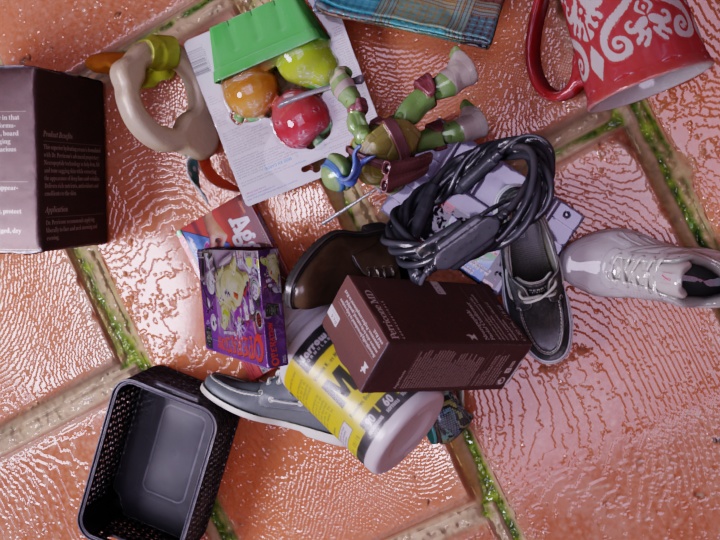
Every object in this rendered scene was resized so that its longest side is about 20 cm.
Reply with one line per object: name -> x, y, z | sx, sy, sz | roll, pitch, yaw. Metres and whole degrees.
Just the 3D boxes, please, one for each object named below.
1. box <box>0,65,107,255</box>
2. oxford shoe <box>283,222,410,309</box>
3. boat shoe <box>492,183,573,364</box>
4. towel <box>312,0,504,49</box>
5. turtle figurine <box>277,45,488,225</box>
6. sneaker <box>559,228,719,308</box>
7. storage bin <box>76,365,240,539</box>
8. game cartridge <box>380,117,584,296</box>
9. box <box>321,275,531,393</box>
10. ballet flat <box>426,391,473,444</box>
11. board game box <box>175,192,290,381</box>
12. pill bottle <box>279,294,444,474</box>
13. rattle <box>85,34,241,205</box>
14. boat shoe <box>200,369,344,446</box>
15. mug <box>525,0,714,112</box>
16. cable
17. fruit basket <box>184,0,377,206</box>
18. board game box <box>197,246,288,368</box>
box -> -0.403, -0.124, 1.090 | 0.162, 0.166, 0.203 | 1, 94, 11
oxford shoe -> 0.000, 0.000, 0.999 | 0.084, 0.199, 0.074 | 29, 124, 31
boat shoe -> 0.181, 0.009, 1.008 | 0.071, 0.071, 0.203 | -17, 97, 7
towel -> 0.062, -0.318, 1.024 | 0.197, 0.022, 0.148 | 15, 64, 9
turtle figurine -> 0.025, -0.156, 1.002 | 0.192, 0.200, 0.145 | -27, 95, -11
sneaker -> 0.310, -0.001, 0.997 | 0.197, 0.099, 0.079 | 5, 95, 10
storage bin -> -0.238, 0.231, 1.125 | 0.133, 0.094, 0.203 | 19, 99, 8
game cartridge -> 0.134, -0.063, 1.061 | 0.199, 0.038, 0.131 | 34, 96, 6
box -> 0.070, 0.066, 0.979 | 0.101, 0.198, 0.075 | 57, 131, 38
ballet flat -> 0.071, 0.096, 1.077 | 0.073, 0.074, 0.202 | -23, 92, 12
board game box -> -0.132, 0.019, 1.125 | 0.102, 0.019, 0.202 | -28, 89, 11
pill bottle -> -0.015, 0.113, 1.025 | 0.200, 0.114, 0.115 | 40, 101, 23
rattle -> -0.238, -0.166, 1.111 | 0.141, 0.131, 0.201 | -13, 123, 28
boat shoe -> -0.087, 0.146, 1.101 | 0.197, 0.073, 0.063 | 18, 99, 3
mug -> 0.247, -0.276, 0.975 | 0.175, 0.133, 0.203 | -18, 88, 10
cable -> 0.115, -0.070, 0.978 | 0.199, 0.163, 0.051 | -38, 117, 4
fruit basket -> -0.083, -0.200, 1.072 | 0.183, 0.094, 0.202 | -21, 101, 12
board game box -> -0.132, 0.035, 1.030 | 0.032, 0.199, 0.122 | -11, 96, -27
